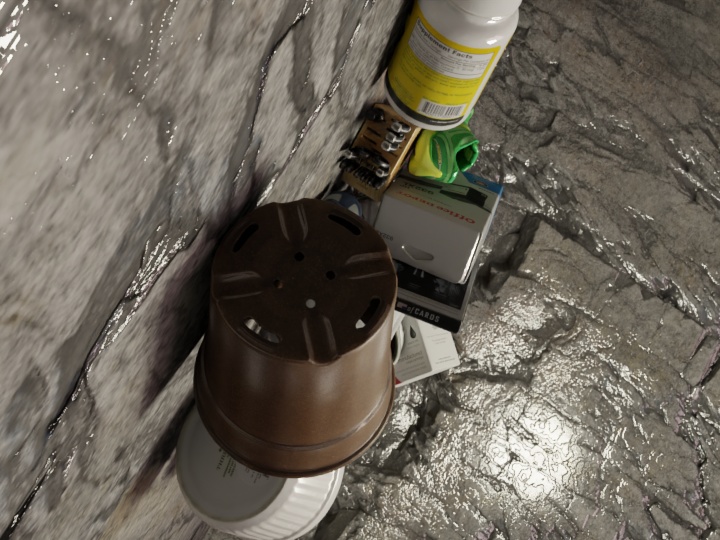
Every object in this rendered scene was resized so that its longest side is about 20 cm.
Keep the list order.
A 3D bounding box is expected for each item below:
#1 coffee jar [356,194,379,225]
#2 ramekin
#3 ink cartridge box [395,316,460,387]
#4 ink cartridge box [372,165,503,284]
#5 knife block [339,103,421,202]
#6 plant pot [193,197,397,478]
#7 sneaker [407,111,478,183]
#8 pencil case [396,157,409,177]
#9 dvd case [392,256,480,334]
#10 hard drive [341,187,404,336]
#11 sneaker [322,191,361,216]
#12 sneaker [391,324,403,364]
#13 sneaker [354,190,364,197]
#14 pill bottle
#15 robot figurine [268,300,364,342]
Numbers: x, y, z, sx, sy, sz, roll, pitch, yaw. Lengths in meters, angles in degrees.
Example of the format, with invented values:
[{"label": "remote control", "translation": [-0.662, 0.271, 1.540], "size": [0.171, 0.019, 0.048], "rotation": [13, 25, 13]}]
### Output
[{"label": "coffee jar", "translation": [0.003, -0.055, 1.362], "size": [0.103, 0.086, 0.200], "rotation": [-18, 170, -8]}, {"label": "ramekin", "translation": [-0.127, 0.221, 1.007], "size": [0.201, 0.199, 0.105], "rotation": [-59, 152, -4]}, {"label": "ink cartridge box", "translation": [0.058, 0.082, 1.376], "size": [0.146, 0.202, 0.082], "rotation": [-26, 166, 39]}, {"label": "ink cartridge box", "translation": [0.110, -0.079, 1.185], "size": [0.200, 0.144, 0.084], "rotation": [-53, 164, -61]}, {"label": "knife block", "translation": [0.040, -0.180, 1.085], "size": [0.201, 0.064, 0.176], "rotation": [-58, 178, -31]}, {"label": "plant pot", "translation": [-0.053, 0.055, 0.740], "size": [0.201, 0.199, 0.199], "rotation": [-57, 170, -30]}, {"label": "sneaker", "translation": [0.125, -0.176, 1.174], "size": [0.201, 0.083, 0.074], "rotation": [-59, 177, -48]}, {"label": "pencil case", "translation": [0.091, -0.231, 1.304], "size": [0.201, 0.087, 0.087], "rotation": [-58, 177, 3]}, {"label": "dvd case", "translation": [0.079, 0.007, 1.131], "size": [0.200, 0.149, 0.025], "rotation": [-59, 168, -62]}, {"label": "hard drive", "translation": [0.000, 0.000, 1.156], "size": [0.026, 0.202, 0.132], "rotation": [-18, -164, 24]}, {"label": "sneaker", "translation": [-0.040, -0.047, 1.004], "size": [0.201, 0.070, 0.082], "rotation": [-60, 179, -46]}, {"label": "sneaker", "translation": [0.027, 0.053, 1.261], "size": [0.079, 0.073, 0.202], "rotation": [-100, 175, -73]}, {"label": "sneaker", "translation": [0.057, -0.177, 1.415], "size": [0.200, 0.073, 0.087], "rotation": [-49, -149, 13]}, {"label": "pill bottle", "translation": [0.103, -0.257, 0.914], "size": [0.115, 0.114, 0.201], "rotation": [-57, 177, -33]}, {"label": "robot figurine", "translation": [-0.053, 0.075, 1.020], "size": [0.113, 0.169, 0.201], "rotation": [-46, -145, 13]}]
